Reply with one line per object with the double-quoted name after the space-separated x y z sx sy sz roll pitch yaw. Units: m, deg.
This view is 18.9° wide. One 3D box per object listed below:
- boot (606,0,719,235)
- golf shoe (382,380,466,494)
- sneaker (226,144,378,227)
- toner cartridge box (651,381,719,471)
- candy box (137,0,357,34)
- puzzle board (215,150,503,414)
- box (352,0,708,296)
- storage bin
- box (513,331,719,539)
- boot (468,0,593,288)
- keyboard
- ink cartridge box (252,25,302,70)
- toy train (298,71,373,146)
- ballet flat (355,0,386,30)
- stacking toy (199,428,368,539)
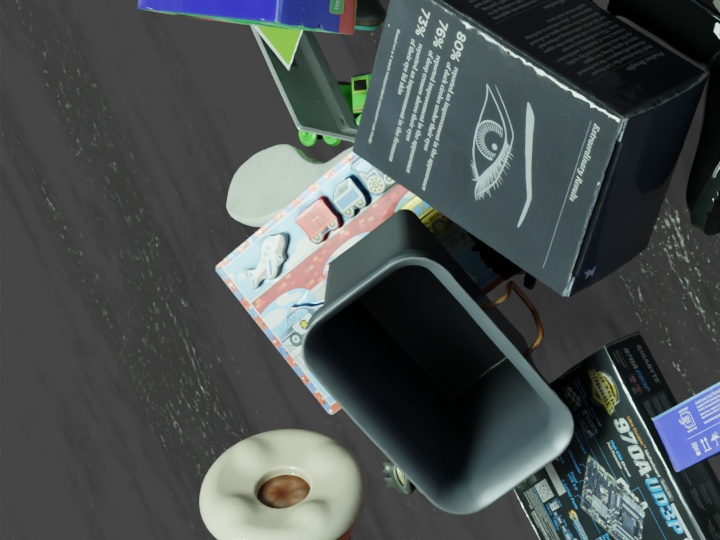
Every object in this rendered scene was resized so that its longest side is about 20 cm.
0.230 -0.147 1.452 0.162 0.073 0.199 42 123 28 "boot"
0.063 0.081 1.728 0.094 0.078 0.202 0 105 30 "golf shoe"
-0.023 -0.054 1.760 0.199 0.088 0.076 -1 61 43 "sneaker"
0.294 0.071 1.438 0.200 0.095 0.043 -36 76 47 "toner cartridge box"
-0.080 -0.267 1.601 0.199 0.076 0.171 15 101 54 "candy box"
0.000 0.000 1.681 0.200 0.017 0.151 -39 90 25 "puzzle board"
0.110 -0.104 1.449 0.199 0.104 0.149 36 131 24 "box"
0.060 0.049 1.590 0.145 0.135 0.200 -37 113 15 "storage bin"
0.194 0.170 1.619 0.159 0.046 0.201 -41 72 47 "box"
0.127 -0.100 1.578 0.162 0.073 0.200 -31 81 51 "boot"
-0.051 -0.166 1.714 0.011 0.056 0.201 -67 31 33 "keyboard"
-0.027 -0.275 1.656 0.148 0.075 0.201 52 131 40 "ink cartridge box"
0.020 -0.131 1.718 0.199 0.041 0.057 -2 91 48 "toy train"
-0.051 -0.249 1.735 0.199 0.073 0.074 28 122 44 "ballet flat"
-0.057 0.252 1.893 0.146 0.146 0.201 31 142 38 "stacking toy"
